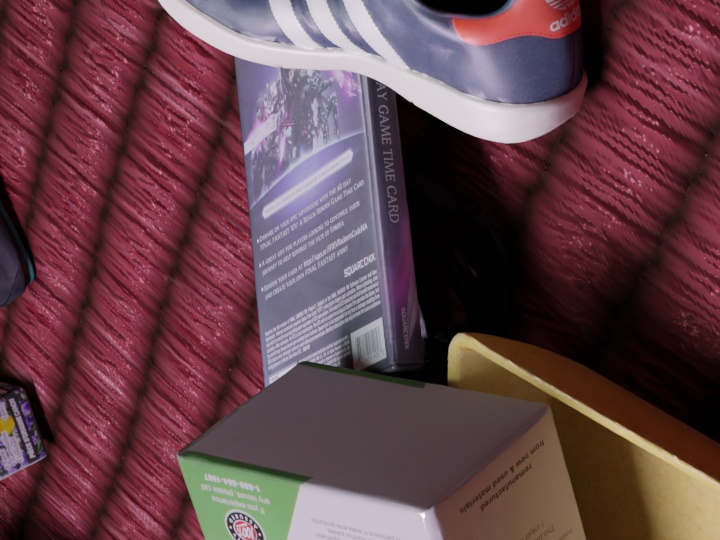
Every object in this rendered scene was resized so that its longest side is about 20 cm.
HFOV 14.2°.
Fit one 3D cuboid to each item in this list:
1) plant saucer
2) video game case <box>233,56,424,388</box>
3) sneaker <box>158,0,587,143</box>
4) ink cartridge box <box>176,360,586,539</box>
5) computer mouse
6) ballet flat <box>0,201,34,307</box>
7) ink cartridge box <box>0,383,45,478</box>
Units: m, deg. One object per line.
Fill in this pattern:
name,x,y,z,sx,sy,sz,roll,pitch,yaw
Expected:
plant saucer,0.123,0.131,1.176,0.200,0.048,0.200,30,138,32
video game case,-0.017,-0.041,1.271,0.143,0.019,0.201,150,117,-63
sneaker,0.003,-0.123,1.157,0.200,0.075,0.085,19,127,24
ink cartridge box,0.025,0.150,1.191,0.146,0.084,0.200,9,125,43
computer mouse,0.000,0.000,1.319,0.200,0.046,0.141,38,145,43
ballet flat,-0.259,-0.067,1.712,0.073,0.073,0.200,-13,100,63
ink cartridge box,-0.308,0.129,1.799,0.109,0.200,0.050,7,119,59
